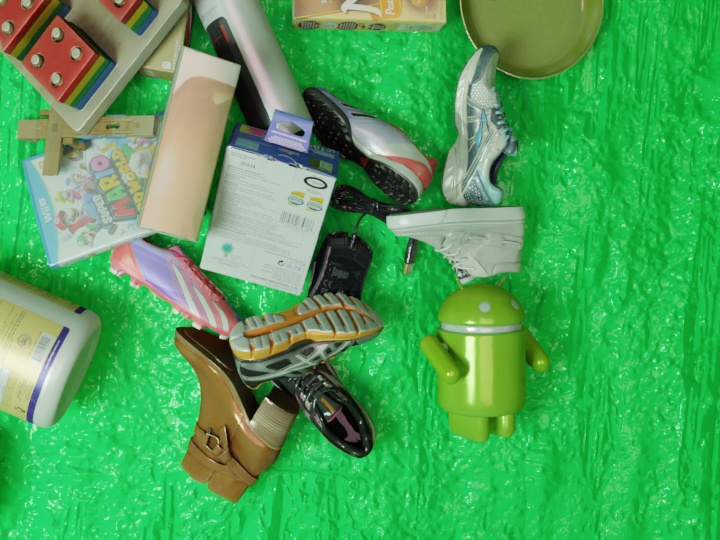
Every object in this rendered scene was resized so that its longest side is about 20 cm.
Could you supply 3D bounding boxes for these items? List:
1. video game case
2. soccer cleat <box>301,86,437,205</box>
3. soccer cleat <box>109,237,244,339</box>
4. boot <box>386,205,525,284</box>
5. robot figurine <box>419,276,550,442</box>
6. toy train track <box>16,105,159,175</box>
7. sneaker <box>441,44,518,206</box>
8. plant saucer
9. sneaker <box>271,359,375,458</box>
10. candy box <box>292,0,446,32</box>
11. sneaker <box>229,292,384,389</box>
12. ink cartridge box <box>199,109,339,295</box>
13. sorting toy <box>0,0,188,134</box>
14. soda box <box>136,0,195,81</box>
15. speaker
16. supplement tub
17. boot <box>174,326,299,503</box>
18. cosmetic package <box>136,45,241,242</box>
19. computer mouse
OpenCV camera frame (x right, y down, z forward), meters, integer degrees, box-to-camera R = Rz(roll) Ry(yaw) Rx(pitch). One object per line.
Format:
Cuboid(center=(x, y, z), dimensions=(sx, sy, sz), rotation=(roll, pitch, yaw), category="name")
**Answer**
Cuboid(center=(-0.303, -0.102, 1.014), dimensions=(0.196, 0.018, 0.146), rotation=(-20, 76, -6), category="video game case")
Cuboid(center=(0.010, -0.171, 1.057), dimensions=(0.199, 0.068, 0.073), rotation=(40, 59, 1), category="soccer cleat")
Cuboid(center=(-0.219, 0.016, 1.031), dimensions=(0.197, 0.067, 0.078), rotation=(32, 84, -5), category="soccer cleat")
Cuboid(center=(0.126, -0.031, 1.053), dimensions=(0.195, 0.073, 0.098), rotation=(-3, 96, -20), category="boot")
Cuboid(center=(0.154, 0.110, 1.051), dimensions=(0.172, 0.115, 0.206), rotation=(-2, 94, -28), category="robot figurine")
Cuboid(center=(-0.325, -0.168, 0.994), dimensions=(0.195, 0.032, 0.118), rotation=(2, 82, 20), category="toy train track")
Cuboid(center=(0.165, -0.180, 1.049), dimensions=(0.085, 0.077, 0.206), rotation=(12, 101, 27), category="sneaker")
Cuboid(center=(0.222, -0.352, 1.084), dimensions=(0.194, 0.031, 0.206), rotation=(0, 92, -8), category="plant saucer")
Cuboid(center=(-0.047, 0.157, 1.044), dimensions=(0.200, 0.086, 0.081), rotation=(43, 85, -6), category="sneaker")
Cuboid(center=(0.011, -0.369, 1.045), dimensions=(0.194, 0.055, 0.119), rotation=(-1, 93, -7), category="candy box")
Cuboid(center=(-0.064, 0.086, 1.001), dimensions=(0.195, 0.079, 0.079), rotation=(-10, 127, -20), category="sneaker")
Cuboid(center=(-0.105, -0.086, 0.990), dimensions=(0.133, 0.077, 0.203), rotation=(15, 122, -8), category="ink cartridge box")
Cuboid(center=(-0.336, -0.304, 0.953), dimensions=(0.199, 0.069, 0.201), rotation=(44, 97, 13), category="sorting toy")
Cuboid(center=(-0.235, -0.341, 1.010), dimensions=(0.062, 0.068, 0.206), rotation=(7, 91, -6), category="soda box")
Cuboid(center=(-0.131, -0.255, 1.020), dimensions=(0.080, 0.081, 0.204), rotation=(-24, 96, -5), category="speaker")
Cuboid(center=(-0.422, 0.081, 0.966), dimensions=(0.196, 0.145, 0.148), rotation=(25, 89, -7), category="supplement tub")
Cuboid(center=(-0.186, 0.181, 1.044), dimensions=(0.198, 0.077, 0.157), rotation=(36, 106, 3), category="boot")
Cuboid(center=(-0.198, -0.140, 0.943), dimensions=(0.069, 0.105, 0.205), rotation=(14, 91, -16), category="cosmetic package")
Cuboid(center=(0.000, 0.000, 1.070), dimensions=(0.137, 0.046, 0.205), rotation=(11, 92, -21), category="computer mouse")
